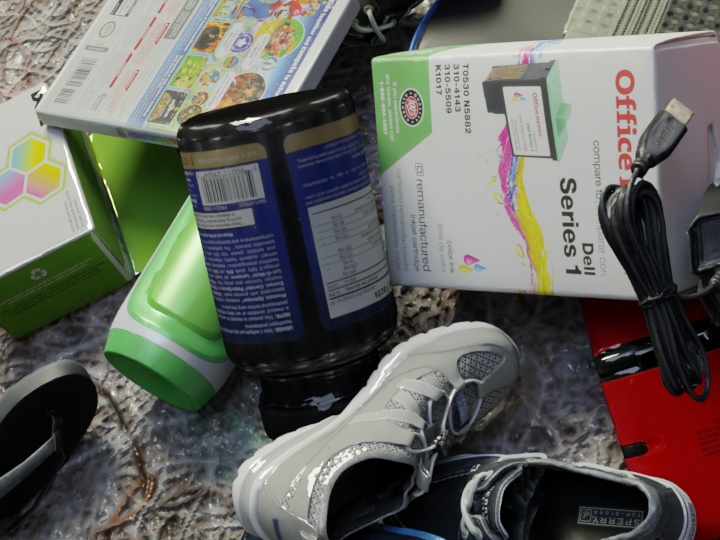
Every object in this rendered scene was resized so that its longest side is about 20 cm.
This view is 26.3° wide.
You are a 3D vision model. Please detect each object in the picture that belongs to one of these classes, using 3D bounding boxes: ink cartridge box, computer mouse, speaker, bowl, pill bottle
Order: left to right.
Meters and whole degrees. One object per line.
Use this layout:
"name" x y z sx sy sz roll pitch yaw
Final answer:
"ink cartridge box" -0.195 -0.067 1.108 0.199 0.076 0.149 -27 56 4
"speaker" -0.089 -0.010 1.032 0.088 0.089 0.201 20 69 28
"pill bottle" -0.039 -0.003 0.944 0.111 0.112 0.202 -9 101 15
"bowl" 0.124 -0.140 1.051 0.199 0.039 0.202 -9 57 14
"ink cartridge box" 0.112 -0.063 0.923 0.199 0.084 0.146 3 102 39
"computer mouse" 0.191 -0.036 0.839 0.046 0.141 0.200 -1 32 48

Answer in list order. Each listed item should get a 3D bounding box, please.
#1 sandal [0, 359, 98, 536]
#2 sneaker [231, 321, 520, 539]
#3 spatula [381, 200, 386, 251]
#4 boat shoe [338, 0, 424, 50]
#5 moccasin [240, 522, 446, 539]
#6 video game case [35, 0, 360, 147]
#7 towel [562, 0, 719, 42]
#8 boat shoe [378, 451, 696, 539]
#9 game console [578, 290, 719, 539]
"sandal" -0.235 0.148 1.009 0.043 0.076 0.201 37 89 34
"sneaker" 0.026 0.105 0.893 0.199 0.075 0.082 -35 35 -24
"spatula" 0.000 0.000 1.032 0.200 0.021 0.057 -43 56 -6
"boat shoe" 0.002 -0.190 1.099 0.199 0.070 0.064 -16 64 37
"moccasin" 0.011 0.191 0.895 0.199 0.081 0.068 6 53 38
"video game case" -0.114 -0.147 1.071 0.199 0.018 0.144 11 59 30
"towel" 0.244 -0.180 1.009 0.191 0.035 0.201 18 57 13
"boat shoe" 0.087 0.137 0.877 0.199 0.068 0.072 0 72 35
"game console" 0.244 0.051 0.918 0.198 0.119 0.174 -18 88 10
